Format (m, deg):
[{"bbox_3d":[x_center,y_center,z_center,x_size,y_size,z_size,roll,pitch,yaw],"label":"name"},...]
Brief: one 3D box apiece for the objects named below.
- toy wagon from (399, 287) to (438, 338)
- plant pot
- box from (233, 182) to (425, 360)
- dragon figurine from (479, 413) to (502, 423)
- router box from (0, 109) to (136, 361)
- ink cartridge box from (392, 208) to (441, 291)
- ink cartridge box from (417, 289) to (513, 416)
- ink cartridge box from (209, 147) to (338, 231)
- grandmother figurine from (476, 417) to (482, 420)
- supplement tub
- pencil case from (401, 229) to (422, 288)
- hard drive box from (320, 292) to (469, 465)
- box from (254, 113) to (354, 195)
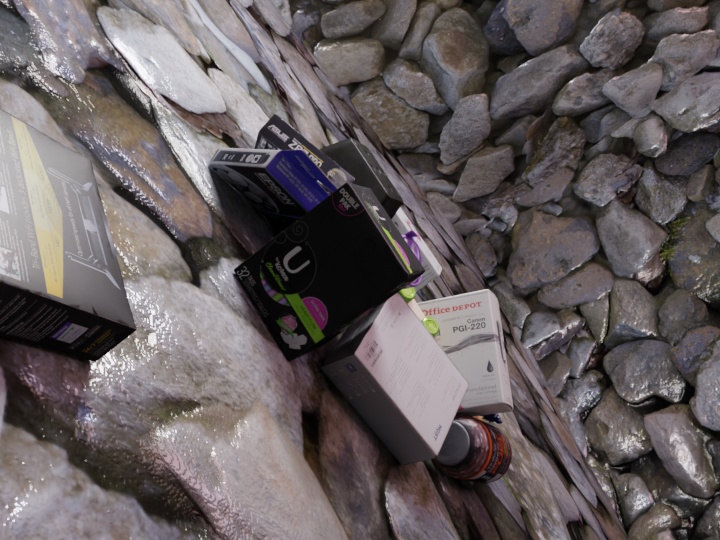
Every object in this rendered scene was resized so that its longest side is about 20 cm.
[{"bbox_3d":[0.052,0.077,1.236,0.039,0.155,0.201,-23,75,-38],"label":"toy wagon"},{"bbox_3d":[-0.034,-0.141,1.396,0.201,0.177,0.199,56,13,8],"label":"plant pot"},{"bbox_3d":[-0.039,0.000,0.982,0.150,0.199,0.124,56,13,6],"label":"box"},{"bbox_3d":[0.204,0.226,1.350,0.199,0.059,0.099,28,-1,45],"label":"dragon figurine"},{"bbox_3d":[-0.272,-0.039,0.576,0.157,0.052,0.201,35,25,-55],"label":"router box"},{"bbox_3d":[0.058,-0.039,1.537,0.201,0.144,0.085,55,15,-2],"label":"ink cartridge box"},{"bbox_3d":[0.178,0.148,1.267,0.085,0.144,0.203,40,42,-60],"label":"ink cartridge box"},{"bbox_3d":[-0.106,-0.115,1.124,0.198,0.044,0.198,10,-25,43],"label":"ink cartridge box"},{"bbox_3d":[0.203,0.289,1.453,0.122,0.061,0.200,49,9,12],"label":"grandmother figurine"},{"bbox_3d":[0.185,0.306,1.243,0.200,0.106,0.108,32,26,-58],"label":"supplement tub"},{"bbox_3d":[0.000,0.000,1.135,0.084,0.198,0.087,37,50,-51],"label":"pencil case"},{"bbox_3d":[0.057,0.157,1.075,0.201,0.076,0.156,52,43,-13],"label":"hard drive box"},{"bbox_3d":[-0.104,-0.155,1.189,0.161,0.049,0.200,40,-17,-3],"label":"box"}]
